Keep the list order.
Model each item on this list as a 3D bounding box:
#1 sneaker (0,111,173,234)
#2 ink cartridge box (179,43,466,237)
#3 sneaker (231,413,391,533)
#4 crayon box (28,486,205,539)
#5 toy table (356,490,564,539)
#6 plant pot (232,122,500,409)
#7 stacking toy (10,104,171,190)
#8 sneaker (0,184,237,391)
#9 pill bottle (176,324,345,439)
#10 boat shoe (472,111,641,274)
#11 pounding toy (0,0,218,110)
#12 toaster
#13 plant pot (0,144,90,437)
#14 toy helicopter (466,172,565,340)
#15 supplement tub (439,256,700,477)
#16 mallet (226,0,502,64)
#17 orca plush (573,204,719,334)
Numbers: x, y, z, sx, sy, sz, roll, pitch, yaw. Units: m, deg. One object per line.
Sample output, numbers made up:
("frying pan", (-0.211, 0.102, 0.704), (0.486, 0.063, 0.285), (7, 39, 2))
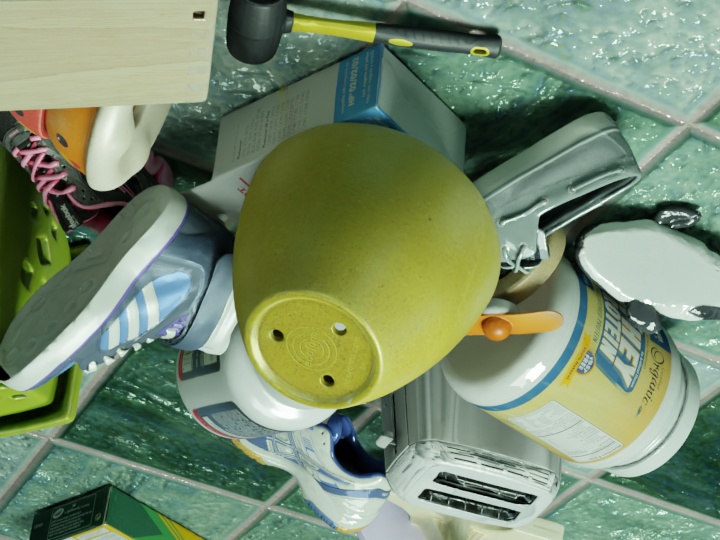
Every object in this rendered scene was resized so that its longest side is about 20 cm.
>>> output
("sneaker", (-0.226, -0.081, 1.347), (0.079, 0.096, 0.200), (-23, 135, 36))
("ink cartridge box", (-0.032, -0.084, 1.341), (0.199, 0.068, 0.115), (-21, 137, 31))
("sneaker", (-0.050, 0.152, 1.638), (0.200, 0.075, 0.088), (39, 123, 4))
("crayon box", (-0.254, 0.316, 1.940), (0.125, 0.052, 0.200), (-22, 136, 33))
("toy table", (0.099, 0.242, 1.709), (0.199, 0.185, 0.117), (6, 162, -12))
("plant pot", (-0.012, 0.016, 1.247), (0.199, 0.142, 0.201), (10, 126, 13))
("stacking toy", (-0.233, -0.157, 1.243), (0.199, 0.146, 0.146), (23, 144, 5))
("sneaker", (-0.166, 0.045, 1.343), (0.200, 0.081, 0.146), (-48, 126, -4))
("pill bottle", (-0.072, 0.078, 1.475), (0.119, 0.120, 0.200), (20, 165, -20))
("boat shoe", (0.121, -0.039, 1.312), (0.200, 0.072, 0.070), (-34, 160, 4))
("pounding toy", (-0.194, -0.223, 1.092), (0.183, 0.201, 0.142), (-4, 146, -13))
("toaster", (0.110, 0.153, 1.602), (0.199, 0.130, 0.114), (17, 144, -16))
("plant pot", (-0.334, 0.038, 1.444), (0.199, 0.200, 0.182), (-12, 147, 22))
("toy helicopter", (0.084, 0.027, 1.388), (0.200, 0.133, 0.079), (-41, 128, 17))
("supplement tub", (0.180, 0.081, 1.480), (0.200, 0.145, 0.144), (32, 137, -33))
("mallet", (0.000, -0.166, 1.254), (0.199, 0.041, 0.066), (10, 143, -14))
("orca plush", (0.267, -0.006, 1.443), (0.199, 0.071, 0.106), (-2, 100, -7))
